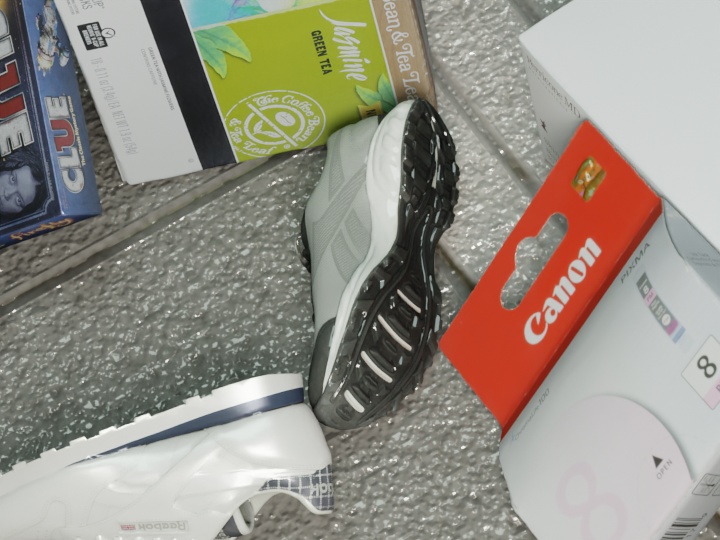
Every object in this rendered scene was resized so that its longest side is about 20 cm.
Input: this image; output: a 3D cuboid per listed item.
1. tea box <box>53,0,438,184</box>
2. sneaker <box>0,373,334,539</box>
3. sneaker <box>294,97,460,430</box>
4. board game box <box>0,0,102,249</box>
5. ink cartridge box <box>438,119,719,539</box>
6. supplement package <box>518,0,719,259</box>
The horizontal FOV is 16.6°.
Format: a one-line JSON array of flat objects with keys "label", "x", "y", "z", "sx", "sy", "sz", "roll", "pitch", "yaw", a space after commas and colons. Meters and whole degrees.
[{"label": "tea box", "x": -0.070, "y": -0.176, "z": 1.408, "sx": 0.195, "sy": 0.201, "sz": 0.134, "roll": -13, "pitch": 53, "yaw": 4}, {"label": "sneaker", "x": -0.112, "y": 0.118, "z": 1.295, "sx": 0.199, "sy": 0.076, "sz": 0.081, "roll": -20, "pitch": 88, "yaw": 13}, {"label": "sneaker", "x": 0.000, "y": 0.000, "z": 1.358, "sx": 0.079, "sy": 0.074, "sz": 0.201, "roll": -10, "pitch": 51, "yaw": 31}, {"label": "board game box", "x": -0.222, "y": -0.113, "z": 1.409, "sx": 0.135, "sy": 0.034, "sz": 0.202, "roll": -17, "pitch": 81, "yaw": 37}, {"label": "ink cartridge box", "x": 0.118, "y": 0.045, "z": 1.249, "sx": 0.200, "sy": 0.057, "sz": 0.163, "roll": 48, "pitch": 118, "yaw": 31}, {"label": "supplement package", "x": 0.207, "y": -0.073, "z": 1.327, "sx": 0.155, "sy": 0.111, "sz": 0.200, "roll": -32, "pitch": 54, "yaw": -11}]
